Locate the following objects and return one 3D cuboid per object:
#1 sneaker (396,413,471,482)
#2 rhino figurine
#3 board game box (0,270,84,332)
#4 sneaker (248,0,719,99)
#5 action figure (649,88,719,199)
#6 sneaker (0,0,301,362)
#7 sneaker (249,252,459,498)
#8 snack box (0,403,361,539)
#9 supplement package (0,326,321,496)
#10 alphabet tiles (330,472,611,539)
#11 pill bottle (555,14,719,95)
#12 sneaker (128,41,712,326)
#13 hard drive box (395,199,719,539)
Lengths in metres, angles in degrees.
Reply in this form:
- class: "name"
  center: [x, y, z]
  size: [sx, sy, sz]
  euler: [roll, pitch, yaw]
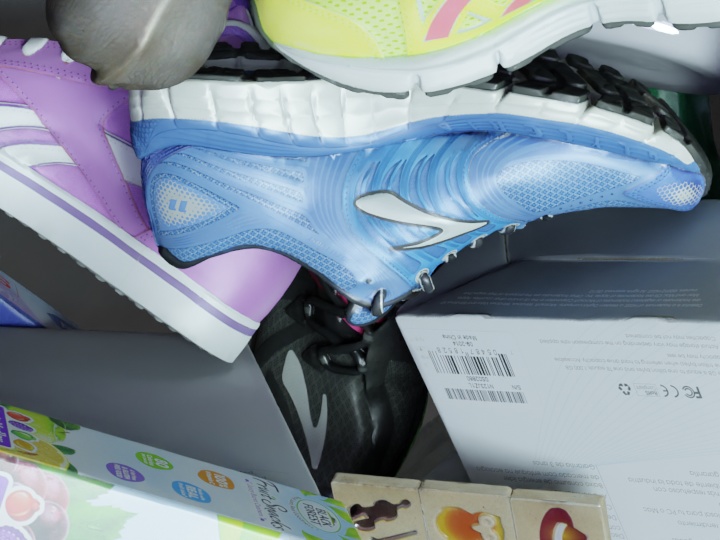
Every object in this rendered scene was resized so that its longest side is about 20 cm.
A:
- class: "sneaker"
  center: [0.024, 0.162, 1.141]
  size: [0.200, 0.081, 0.147]
  euler: [-41, 106, -3]
- class: "rhino figurine"
  center: [-0.037, -0.141, 0.872]
  size: [0.060, 0.088, 0.201]
  euler: [27, 102, -18]
- class: "board game box"
  center: [-0.179, 0.094, 1.100]
  size: [0.200, 0.041, 0.200]
  euler: [36, 98, -19]
- class: "sneaker"
  center: [0.055, -0.121, 0.926]
  size: [0.199, 0.078, 0.091]
  euler: [-13, 129, 10]
- class: "action figure"
  center: [0.097, -0.041, 1.103]
  size: [0.117, 0.055, 0.201]
  euler: [-9, 101, -11]
- class: "sneaker"
  center: [-0.097, -0.069, 1.038]
  size: [0.200, 0.073, 0.115]
  euler: [33, 95, -3]
- class: "sneaker"
  center: [0.000, 0.000, 1.076]
  size: [0.076, 0.084, 0.201]
  euler: [14, 101, 6]
- class: "snack box"
  center: [-0.097, 0.150, 0.870]
  size: [0.141, 0.053, 0.201]
  euler: [16, 102, -17]
- class: "supplement package"
  center: [-0.086, 0.105, 0.993]
  size: [0.119, 0.200, 0.122]
  euler: [2, 107, -12]
- class: "alphabet tiles"
  center: [0.052, 0.154, 1.053]
  size: [0.166, 0.008, 0.201]
  euler: [4, 129, 20]
- class: "pill bottle"
  center: [0.116, -0.170, 1.026]
  size: [0.104, 0.104, 0.201]
  euler: [15, 86, -15]
- class: "sneaker"
  center: [0.020, -0.030, 0.988]
  size: [0.198, 0.079, 0.090]
  euler: [1, 107, -1]
- class: "hard drive box"
  center: [0.123, 0.077, 1.023]
  size: [0.077, 0.155, 0.201]
  euler: [-44, 121, -37]
